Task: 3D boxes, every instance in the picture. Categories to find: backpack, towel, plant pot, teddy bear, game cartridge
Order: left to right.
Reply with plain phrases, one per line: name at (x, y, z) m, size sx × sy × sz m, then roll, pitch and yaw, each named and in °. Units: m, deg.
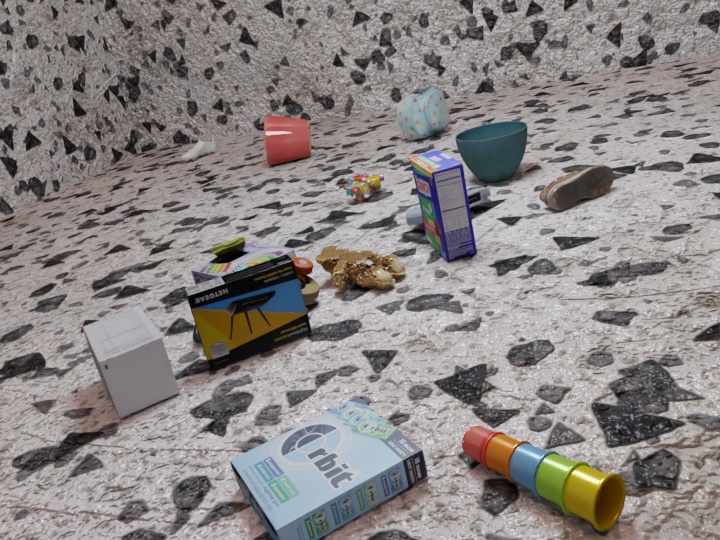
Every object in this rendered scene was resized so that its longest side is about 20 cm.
towel at (-0.325, -0.055, 1.760) m, size 0.085 × 0.018 × 0.200 m, roll -21°, pitch 0°, yaw -8°
plant pot at (-0.288, -0.522, 2.812) m, size 0.174 × 0.204 × 0.201 m, roll -3°, pitch 21°, yaw -2°
teddy bear at (0.000, 0.000, 1.486) m, size 0.197 × 0.068 × 0.146 m, roll 1°, pitch 34°, yaw 18°
backpack at (0.236, -0.589, 2.662) m, size 0.199 × 0.178 × 0.152 m, roll -33°, pitch 24°, yaw -33°
game cartridge at (0.210, -0.158, 1.736) m, size 0.198 × 0.042 × 0.132 m, roll -24°, pitch 15°, yaw -37°
plant pot at (0.370, -0.322, 1.958) m, size 0.197 × 0.137 × 0.201 m, roll -11°, pitch 21°, yaw 4°

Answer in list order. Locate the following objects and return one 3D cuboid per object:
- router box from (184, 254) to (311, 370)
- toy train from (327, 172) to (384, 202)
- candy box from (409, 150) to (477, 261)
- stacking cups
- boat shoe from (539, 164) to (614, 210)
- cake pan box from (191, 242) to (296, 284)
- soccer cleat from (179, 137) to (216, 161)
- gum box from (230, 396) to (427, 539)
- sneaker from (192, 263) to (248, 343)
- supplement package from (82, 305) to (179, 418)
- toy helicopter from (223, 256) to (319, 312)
router box at (-0.200, 0.074, 1.278) m, size 0.197 × 0.151 × 0.051 m, roll -20°, pitch 21°, yaw -16°
toy train at (-0.008, -0.246, 2.115) m, size 0.148 × 0.056 × 0.200 m, roll -3°, pitch 20°, yaw 29°
candy box at (0.179, -0.144, 1.530) m, size 0.076 × 0.203 × 0.169 m, roll -15°, pitch 20°, yaw -6°
stacking cups at (0.194, 0.228, 0.796) m, size 0.060 × 0.061 × 0.199 m, roll -27°, pitch 21°, yaw -33°
boat shoe at (0.509, -0.203, 1.665) m, size 0.197 × 0.077 × 0.072 m, roll -19°, pitch 19°, yaw -19°
cake pan box at (-0.275, -0.005, 1.664) m, size 0.183 × 0.053 × 0.198 m, roll -27°, pitch 24°, yaw -37°
soccer cleat at (-0.782, -0.579, 3.374) m, size 0.199 × 0.079 × 0.069 m, roll -28°, pitch 25°, yaw -33°
gum box at (-0.043, 0.250, 0.888) m, size 0.198 × 0.045 × 0.169 m, roll -23°, pitch 23°, yaw -22°
sneaker at (-0.260, 0.075, 1.416) m, size 0.201 × 0.086 × 0.078 m, roll -56°, pitch 1°, yaw -35°
supplement package at (-0.409, 0.157, 1.248) m, size 0.112 × 0.111 × 0.199 m, roll -21°, pitch 22°, yaw -22°
toy helicopter at (-0.176, 0.035, 1.404) m, size 0.197 × 0.080 × 0.133 m, roll 4°, pitch 31°, yaw -22°
